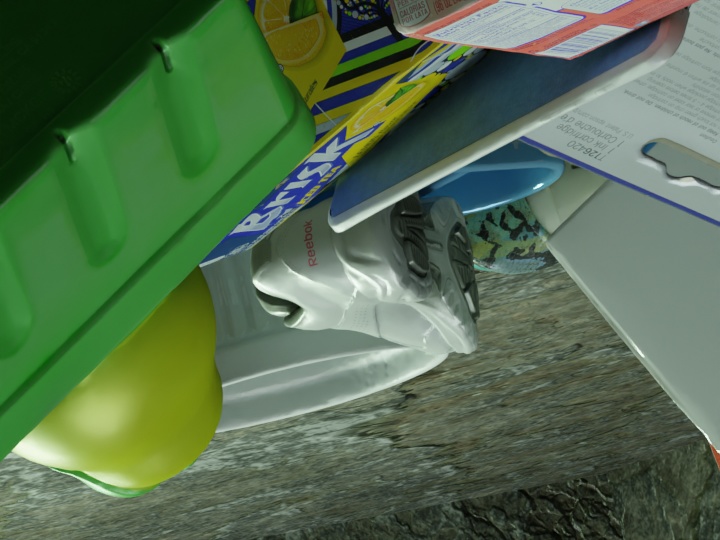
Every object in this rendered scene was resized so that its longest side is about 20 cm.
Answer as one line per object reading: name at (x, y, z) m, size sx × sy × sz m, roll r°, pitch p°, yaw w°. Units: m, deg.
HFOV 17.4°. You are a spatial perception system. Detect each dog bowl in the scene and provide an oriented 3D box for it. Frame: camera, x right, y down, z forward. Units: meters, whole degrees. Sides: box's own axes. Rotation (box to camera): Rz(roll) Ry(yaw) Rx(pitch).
dog bowl at (0.024, -0.059, 1.203) m, size 0.200 × 0.050 × 0.111 m, roll -6°, pitch 166°, yaw -40°

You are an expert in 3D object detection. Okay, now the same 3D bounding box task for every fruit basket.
fruit basket at (-0.115, -0.010, 0.797) m, size 0.216 × 0.155 × 0.216 m, roll -47°, pitch 162°, yaw -21°

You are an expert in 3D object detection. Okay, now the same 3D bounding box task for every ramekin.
ramekin at (-0.055, 0.023, 1.374) m, size 0.200 × 0.105 × 0.200 m, roll -14°, pitch 170°, yaw -3°

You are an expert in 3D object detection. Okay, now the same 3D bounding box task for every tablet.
tablet at (0.062, -0.096, 0.901) m, size 0.014 × 0.130 × 0.200 m, roll 32°, pitch 146°, yaw -25°

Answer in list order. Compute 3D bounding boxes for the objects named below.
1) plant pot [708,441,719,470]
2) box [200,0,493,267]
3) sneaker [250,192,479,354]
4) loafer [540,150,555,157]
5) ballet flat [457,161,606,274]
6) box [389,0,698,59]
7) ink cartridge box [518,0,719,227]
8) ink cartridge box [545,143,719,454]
plant pot at (0.388, 0.050, 1.902) m, size 0.199 × 0.200 × 0.176 m, roll -9°, pitch 157°, yaw -24°
box at (-0.019, -0.075, 0.902) m, size 0.200 × 0.064 × 0.070 m, roll -39°, pitch 170°, yaw 37°
sneaker at (0.000, 0.000, 1.186) m, size 0.099 × 0.078 × 0.200 m, roll -10°, pitch 162°, yaw 16°
loafer at (0.113, -0.076, 1.138) m, size 0.072 × 0.063 × 0.200 m, roll 25°, pitch -170°, yaw 25°
ballet flat at (0.131, -0.050, 1.327) m, size 0.074 × 0.074 × 0.200 m, roll -25°, pitch 179°, yaw 44°
box at (0.103, -0.147, 0.736) m, size 0.200 × 0.095 × 0.102 m, roll -23°, pitch 166°, yaw 37°
ink cartridge box at (0.181, -0.090, 0.927) m, size 0.197 × 0.047 × 0.200 m, roll 21°, pitch 144°, yaw -34°
ink cartridge box at (0.224, -0.029, 1.148) m, size 0.200 × 0.145 × 0.147 m, roll -29°, pitch 166°, yaw -51°
